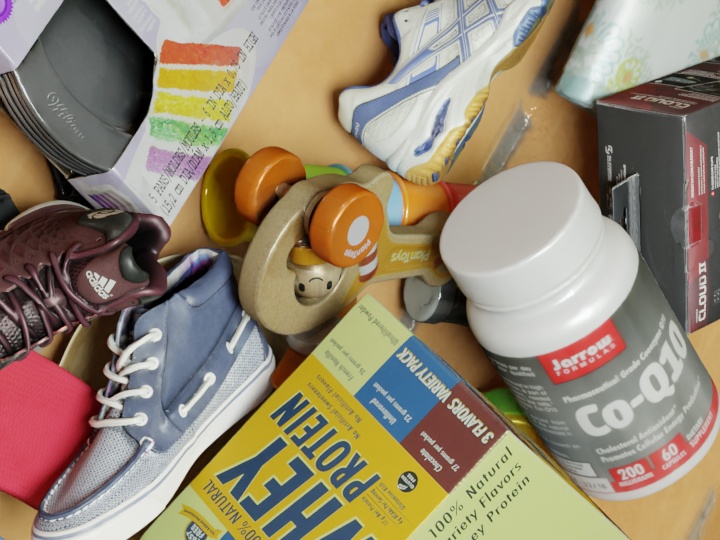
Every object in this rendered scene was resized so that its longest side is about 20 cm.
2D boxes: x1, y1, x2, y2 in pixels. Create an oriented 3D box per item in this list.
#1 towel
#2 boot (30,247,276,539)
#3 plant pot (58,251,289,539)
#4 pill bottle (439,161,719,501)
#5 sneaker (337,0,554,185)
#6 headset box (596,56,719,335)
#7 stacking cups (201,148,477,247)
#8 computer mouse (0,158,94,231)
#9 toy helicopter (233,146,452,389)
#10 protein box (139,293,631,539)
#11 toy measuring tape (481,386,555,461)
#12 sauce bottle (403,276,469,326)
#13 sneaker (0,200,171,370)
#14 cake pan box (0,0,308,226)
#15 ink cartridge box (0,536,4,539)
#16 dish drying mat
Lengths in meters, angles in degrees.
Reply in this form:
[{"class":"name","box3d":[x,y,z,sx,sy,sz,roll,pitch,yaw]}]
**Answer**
[{"class":"towel","box3d":[0.223,-0.168,1.441,0.200,0.048,0.172,20,94,-52]},{"class":"boot","box3d":[-0.128,0.072,1.193,0.200,0.073,0.091,-47,125,-43]},{"class":"plant pot","box3d":[-0.105,0.087,1.282,0.199,0.027,0.201,-5,98,-36]},{"class":"pill bottle","box3d":[0.135,0.038,1.305,0.114,0.114,0.200,-49,126,-21]},{"class":"sneaker","box3d":[0.062,-0.154,1.337,0.088,0.075,0.200,32,71,8]},{"class":"headset box","box3d":[0.235,-0.055,1.402,0.200,0.077,0.149,-22,115,-39]},{"class":"stacking cups","box3d":[-0.005,-0.038,1.329,0.199,0.060,0.061,4,93,-41]},{"class":"computer mouse","box3d":[-0.223,-0.034,1.173,0.199,0.046,0.141,-13,103,-34]},{"class":"toy helicopter","box3d":[0.000,0.000,1.265,0.200,0.079,0.133,-5,115,-52]},{"class":"protein box","box3d":[0.019,0.159,1.242,0.199,0.135,0.200,-47,143,1]},{"class":"toy measuring tape","box3d":[0.079,0.086,1.383,0.074,0.073,0.200,-49,120,-21]},{"class":"sauce bottle","box3d":[0.119,0.022,1.411,0.199,0.065,0.065,10,89,-36]},{"class":"sneaker","box3d":[-0.174,0.013,1.102,0.200,0.115,0.076,-43,117,-44]},{"class":"cake pan box","box3d":[-0.137,-0.147,1.197,0.184,0.052,0.200,48,55,-27]},{"class":"ink cartridge box","box3d":[-0.256,0.233,1.155,0.200,0.084,0.146,-52,121,-19]},{"class":"dish drying mat","box3d":[-0.223,0.062,1.154,0.200,0.018,0.077,37,73,-41]}]
